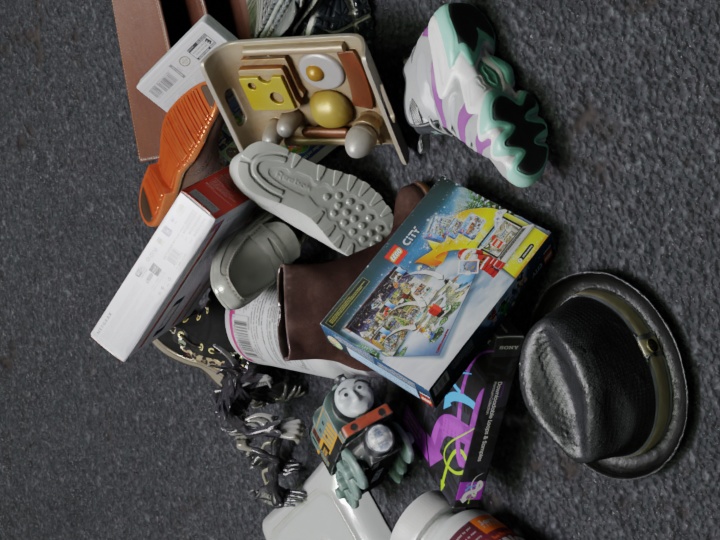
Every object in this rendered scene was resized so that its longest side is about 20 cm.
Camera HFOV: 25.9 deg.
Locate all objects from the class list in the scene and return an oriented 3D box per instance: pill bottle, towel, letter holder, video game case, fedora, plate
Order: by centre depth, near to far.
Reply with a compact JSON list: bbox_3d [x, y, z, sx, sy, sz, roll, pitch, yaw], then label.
[{"bbox_3d":[0.207,0.106,1.454,0.199,0.091,0.203,15,111,44],"label":"fedora"},{"bbox_3d":[0.128,0.311,1.580,0.199,0.109,0.111,33,122,36],"label":"pill bottle"},{"bbox_3d":[-0.092,-0.332,1.633,0.193,0.034,0.202,137,129,-61],"label":"towel"},{"bbox_3d":[-0.044,0.056,1.693,0.199,0.113,0.115,8,106,45],"label":"pill bottle"},{"bbox_3d":[-0.129,-0.175,1.702,0.199,0.018,0.143,39,136,-17],"label":"video game case"},{"bbox_3d":[-0.190,-0.236,1.782,0.141,0.100,0.203,-4,97,45],"label":"letter holder"},{"bbox_3d":[-0.032,0.337,1.812,0.200,0.032,0.201,-47,67,42],"label":"plate"}]

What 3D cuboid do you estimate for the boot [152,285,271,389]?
[{"bbox_3d":[-0.174,0.045,1.856,0.199,0.073,0.152,32,123,33],"label":"boot"}]

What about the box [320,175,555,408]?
[{"bbox_3d":[0.075,0.017,1.500,0.136,0.200,0.038,29,160,30],"label":"box"}]

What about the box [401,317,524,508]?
[{"bbox_3d":[0.099,0.116,1.579,0.143,0.036,0.202,-127,44,-54],"label":"box"}]

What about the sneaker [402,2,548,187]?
[{"bbox_3d":[0.099,-0.144,1.526,0.140,0.077,0.202,-44,59,45],"label":"sneaker"}]

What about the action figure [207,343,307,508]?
[{"bbox_3d":[-0.109,0.167,1.777,0.101,0.119,0.202,-12,124,7],"label":"action figure"}]

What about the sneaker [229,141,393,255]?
[{"bbox_3d":[-0.047,-0.070,1.655,0.199,0.077,0.080,33,164,-11],"label":"sneaker"}]

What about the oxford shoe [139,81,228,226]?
[{"bbox_3d":[-0.181,-0.130,1.725,0.201,0.072,0.072,-56,48,41],"label":"oxford shoe"}]

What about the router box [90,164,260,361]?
[{"bbox_3d":[-0.190,-0.013,1.697,0.049,0.179,0.201,37,112,5],"label":"router box"}]

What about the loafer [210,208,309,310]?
[{"bbox_3d":[-0.101,-0.026,1.679,0.069,0.200,0.070,-23,111,30],"label":"loafer"}]

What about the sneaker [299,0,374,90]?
[{"bbox_3d":[-0.036,-0.287,1.641,0.086,0.077,0.203,27,118,59],"label":"sneaker"}]

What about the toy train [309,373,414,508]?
[{"bbox_3d":[-0.004,0.180,1.666,0.115,0.085,0.200,58,166,14],"label":"toy train"}]

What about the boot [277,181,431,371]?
[{"bbox_3d":[0.000,0.000,1.564,0.072,0.164,0.203,153,121,-64],"label":"boot"}]

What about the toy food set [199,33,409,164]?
[{"bbox_3d":[-0.057,-0.166,1.610,0.198,0.061,0.144,2,137,28],"label":"toy food set"}]
